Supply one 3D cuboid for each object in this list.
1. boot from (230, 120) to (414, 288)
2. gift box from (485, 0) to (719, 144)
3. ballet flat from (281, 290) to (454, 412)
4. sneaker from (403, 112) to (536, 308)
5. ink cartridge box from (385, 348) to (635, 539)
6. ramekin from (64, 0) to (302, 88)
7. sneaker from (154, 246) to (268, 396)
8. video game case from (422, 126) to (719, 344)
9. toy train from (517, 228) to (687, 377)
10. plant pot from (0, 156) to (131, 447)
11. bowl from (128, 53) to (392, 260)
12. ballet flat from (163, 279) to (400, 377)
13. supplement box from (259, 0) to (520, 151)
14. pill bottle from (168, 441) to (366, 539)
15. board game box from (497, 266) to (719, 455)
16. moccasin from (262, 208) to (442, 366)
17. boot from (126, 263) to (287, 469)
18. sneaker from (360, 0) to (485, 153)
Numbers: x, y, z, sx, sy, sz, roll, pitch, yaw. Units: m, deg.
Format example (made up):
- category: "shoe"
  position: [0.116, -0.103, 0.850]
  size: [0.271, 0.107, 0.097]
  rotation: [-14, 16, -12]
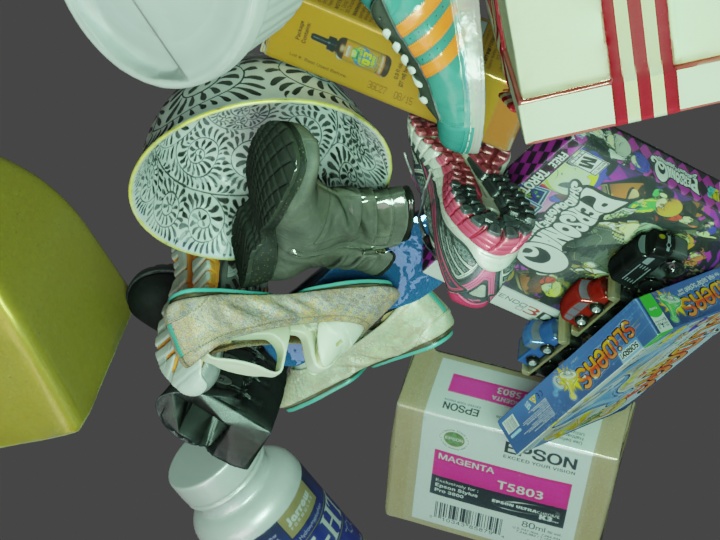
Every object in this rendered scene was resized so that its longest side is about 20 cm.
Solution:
- category: "boot"
  position: [-0.019, -0.053, 1.369]
  size: [0.130, 0.068, 0.200]
  rotation: [-6, 155, -16]
- category: "gift box"
  position: [0.165, -0.203, 1.167]
  size: [0.183, 0.201, 0.188]
  rotation: [-9, 126, 6]
- category: "ballet flat"
  position: [-0.005, 0.060, 1.592]
  size: [0.199, 0.067, 0.063]
  rotation: [-27, 99, 32]
- category: "sneaker"
  position: [0.068, -0.054, 1.344]
  size: [0.080, 0.200, 0.075]
  rotation: [12, 121, -14]
- category: "ink cartridge box"
  position: [0.127, 0.166, 1.622]
  size: [0.199, 0.075, 0.165]
  rotation: [14, 137, 10]
- category: "ramekin"
  position: [-0.119, -0.234, 1.275]
  size: [0.201, 0.094, 0.204]
  rotation: [18, 122, 33]
- category: "sneaker"
  position: [-0.112, 0.020, 1.496]
  size: [0.077, 0.201, 0.078]
  rotation: [30, 134, -25]
- category: "video game case"
  position: [0.174, -0.025, 1.414]
  size: [0.180, 0.036, 0.200]
  rotation: [24, 139, -23]
- category: "toy train"
  position: [0.179, 0.028, 1.424]
  size: [0.046, 0.034, 0.200]
  rotation: [23, 139, -19]
- category: "plant pot"
  position: [-0.335, 0.017, 1.576]
  size: [0.193, 0.196, 0.201]
  rotation: [-12, 121, 18]
- category: "bowl"
  position: [-0.080, -0.102, 1.410]
  size: [0.199, 0.095, 0.201]
  rotation: [-7, 147, -5]
- category: "ballet flat"
  position: [-0.056, 0.048, 1.422]
  size: [0.199, 0.068, 0.068]
  rotation: [-4, 160, -25]
- category: "supplement box"
  position: [0.032, -0.162, 1.346]
  size: [0.199, 0.069, 0.067]
  rotation: [21, 136, 0]
- category: "pill bottle"
  position: [-0.088, 0.237, 1.747]
  size: [0.119, 0.120, 0.200]
  rotation: [-18, 124, 35]
- category: "board game box"
  position: [0.211, 0.068, 1.450]
  size: [0.035, 0.135, 0.200]
  rotation: [59, 140, 16]
- category: "moccasin"
  position: [0.000, 0.000, 1.510]
  size: [0.199, 0.068, 0.081]
  rotation: [-28, 106, 14]
- category: "boot"
  position: [-0.139, 0.077, 1.548]
  size: [0.164, 0.200, 0.066]
  rotation: [16, 118, 1]
- category: "sneaker"
  position: [0.042, -0.171, 1.249]
  size: [0.079, 0.071, 0.201]
  rotation: [-6, 116, 4]
